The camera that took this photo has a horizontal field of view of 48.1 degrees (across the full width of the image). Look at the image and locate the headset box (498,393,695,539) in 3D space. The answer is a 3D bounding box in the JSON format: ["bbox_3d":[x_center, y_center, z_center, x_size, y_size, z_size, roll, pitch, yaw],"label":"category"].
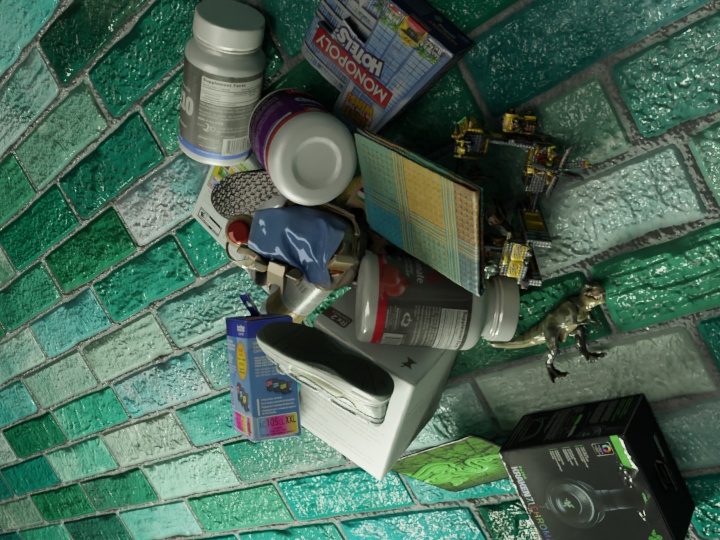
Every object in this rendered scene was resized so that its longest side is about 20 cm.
[{"bbox_3d":[0.310,0.270,1.041,0.198,0.093,0.176,-19,102,41],"label":"headset box"}]

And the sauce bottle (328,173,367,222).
[{"bbox_3d":[-0.006,-0.095,1.102,0.198,0.065,0.066,-18,103,42],"label":"sauce bottle"}]

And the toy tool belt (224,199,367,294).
[{"bbox_3d":[-0.093,-0.036,1.033,0.196,0.123,0.127,12,95,8],"label":"toy tool belt"}]

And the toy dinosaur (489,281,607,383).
[{"bbox_3d":[0.253,0.086,1.017,0.200,0.047,0.089,-40,73,44],"label":"toy dinosaur"}]

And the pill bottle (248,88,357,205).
[{"bbox_3d":[-0.081,-0.167,1.037,0.200,0.110,0.114,-127,28,-59],"label":"pill bottle"}]

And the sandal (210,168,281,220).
[{"bbox_3d":[-0.124,-0.120,1.173,0.197,0.048,0.077,-16,97,18],"label":"sandal"}]

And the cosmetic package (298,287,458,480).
[{"bbox_3d":[0.026,0.143,1.142,0.163,0.165,0.202,31,130,19],"label":"cosmetic package"}]

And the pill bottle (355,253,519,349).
[{"bbox_3d":[0.095,0.041,1.019,0.196,0.112,0.112,5,125,-7],"label":"pill bottle"}]

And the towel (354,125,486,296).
[{"bbox_3d":[0.070,-0.071,0.934,0.199,0.022,0.149,34,145,40],"label":"towel"}]

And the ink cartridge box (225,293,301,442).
[{"bbox_3d":[-0.145,0.136,1.179,0.136,0.075,0.204,174,94,-68],"label":"ink cartridge box"}]

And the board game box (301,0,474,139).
[{"bbox_3d":[0.009,-0.257,1.001,0.200,0.062,0.201,43,132,10],"label":"board game box"}]

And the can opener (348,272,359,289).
[{"bbox_3d":[0.000,0.000,1.116,0.198,0.067,0.054,29,96,17],"label":"can opener"}]

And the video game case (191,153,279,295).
[{"bbox_3d":[-0.169,-0.084,1.265,0.200,0.022,0.183,44,133,10],"label":"video game case"}]

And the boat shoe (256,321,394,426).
[{"bbox_3d":[-0.050,0.130,1.031,0.199,0.074,0.066,24,123,18],"label":"boat shoe"}]

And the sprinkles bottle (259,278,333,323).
[{"bbox_3d":[-0.083,0.027,1.228,0.068,0.068,0.200,49,134,3],"label":"sprinkles bottle"}]

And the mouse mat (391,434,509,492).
[{"bbox_3d":[0.148,0.283,1.168,0.159,0.008,0.199,27,143,-30],"label":"mouse mat"}]

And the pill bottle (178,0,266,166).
[{"bbox_3d":[-0.191,-0.259,1.119,0.113,0.113,0.203,31,129,20],"label":"pill bottle"}]

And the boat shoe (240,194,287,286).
[{"bbox_3d":[-0.122,-0.040,1.170,0.066,0.072,0.200,68,155,18],"label":"boat shoe"}]

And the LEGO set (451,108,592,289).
[{"bbox_3d":[0.159,-0.071,0.921,0.151,0.117,0.203,13,120,-6],"label":"LEGO set"}]

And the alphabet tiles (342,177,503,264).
[{"bbox_3d":[0.078,-0.055,1.043,0.198,0.008,0.168,29,138,-7],"label":"alphabet tiles"}]
